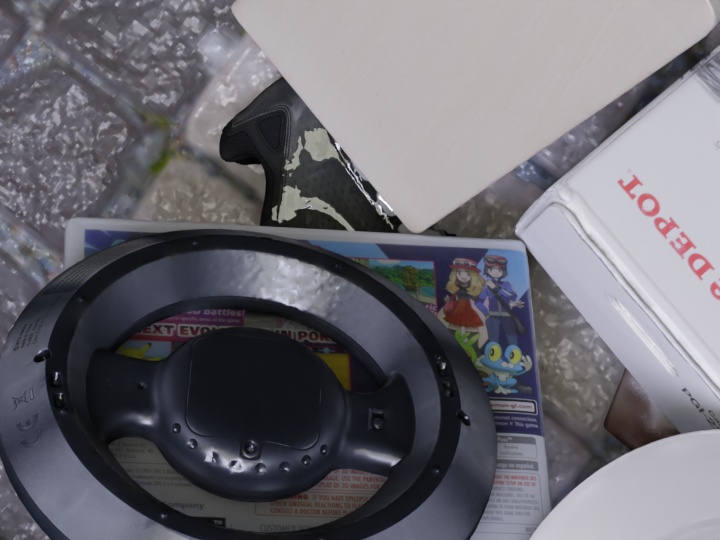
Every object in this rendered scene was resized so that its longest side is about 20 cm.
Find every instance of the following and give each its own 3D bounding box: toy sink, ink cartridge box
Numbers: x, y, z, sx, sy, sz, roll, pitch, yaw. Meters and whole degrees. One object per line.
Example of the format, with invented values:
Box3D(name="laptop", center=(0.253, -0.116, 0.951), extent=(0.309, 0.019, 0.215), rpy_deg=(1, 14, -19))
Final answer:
Box3D(name="toy sink", center=(0.067, -0.130, 1.099), extent=(0.130, 0.112, 0.200), rpy_deg=(50, 134, -5))
Box3D(name="ink cartridge box", center=(0.188, -0.030, 1.126), extent=(0.200, 0.085, 0.146), rpy_deg=(-39, 87, -15))

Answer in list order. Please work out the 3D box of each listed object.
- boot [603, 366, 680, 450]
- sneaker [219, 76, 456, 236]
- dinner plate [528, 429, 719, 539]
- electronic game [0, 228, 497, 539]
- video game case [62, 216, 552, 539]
Box3D(name="boot", center=(0.166, 0.122, 1.166), extent=(0.200, 0.064, 0.186), rpy_deg=(44, 81, 0))
Box3D(name="sneaker", center=(0.000, 0.000, 1.183), extent=(0.090, 0.066, 0.200), rpy_deg=(-28, 84, 8))
Box3D(name="dinner plate", center=(0.143, 0.164, 1.041), extent=(0.199, 0.024, 0.201), rpy_deg=(-1, 93, -20))
Box3D(name="electronic game", center=(-0.044, 0.057, 1.031), extent=(0.199, 0.200, 0.042), rpy_deg=(21, 135, 5))
Box3D(name="video game case", center=(-0.024, 0.059, 1.075), extent=(0.199, 0.023, 0.183), rpy_deg=(3, 53, -7))
